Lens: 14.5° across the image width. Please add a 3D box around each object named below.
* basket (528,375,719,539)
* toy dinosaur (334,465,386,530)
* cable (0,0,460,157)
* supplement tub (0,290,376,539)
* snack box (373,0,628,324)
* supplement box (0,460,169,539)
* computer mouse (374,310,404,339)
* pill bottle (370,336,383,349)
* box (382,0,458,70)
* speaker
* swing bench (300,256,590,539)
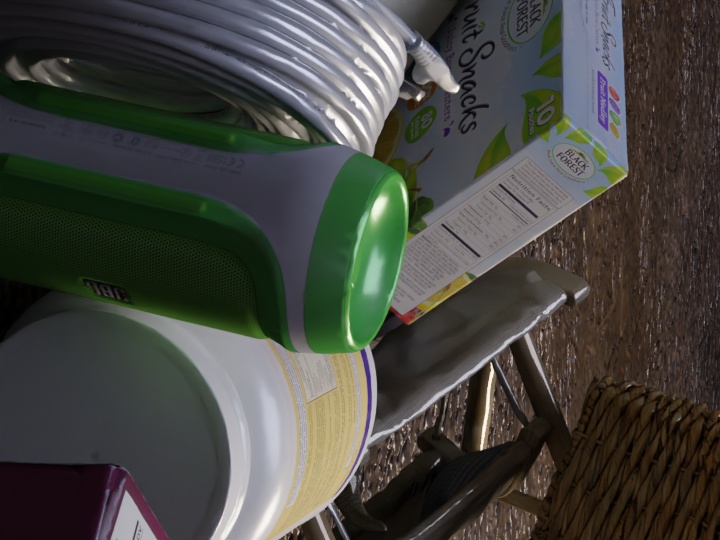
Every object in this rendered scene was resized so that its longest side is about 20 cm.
[{"bbox_3d":[0.183,0.180,1.566,0.143,0.149,0.200,33,77,-50],"label":"basket"},{"bbox_3d":[-0.048,0.052,1.413,0.102,0.200,0.077,-46,141,-8],"label":"toy dinosaur"},{"bbox_3d":[-0.082,-0.095,1.153,0.200,0.200,0.069,39,64,-58],"label":"cable"},{"bbox_3d":[-0.084,0.065,1.257,0.200,0.145,0.146,-22,113,-73],"label":"supplement tub"},{"bbox_3d":[0.062,-0.084,1.393,0.053,0.142,0.200,41,30,-27],"label":"snack box"},{"bbox_3d":[-0.135,0.160,1.111,0.200,0.131,0.103,66,31,-56],"label":"supplement box"},{"bbox_3d":[0.000,0.000,1.495,0.046,0.140,0.200,57,20,-7],"label":"computer mouse"},{"bbox_3d":[0.014,-0.035,1.658,0.200,0.113,0.113,67,29,-56],"label":"pill bottle"},{"bbox_3d":[0.020,-0.188,1.434,0.078,0.095,0.200,51,62,-31],"label":"box"},{"bbox_3d":[-0.086,-0.025,1.115,0.088,0.200,0.089,13,90,-74],"label":"speaker"},{"bbox_3d":[0.029,0.114,1.578,0.199,0.130,0.200,-33,126,-37],"label":"swing bench"}]
